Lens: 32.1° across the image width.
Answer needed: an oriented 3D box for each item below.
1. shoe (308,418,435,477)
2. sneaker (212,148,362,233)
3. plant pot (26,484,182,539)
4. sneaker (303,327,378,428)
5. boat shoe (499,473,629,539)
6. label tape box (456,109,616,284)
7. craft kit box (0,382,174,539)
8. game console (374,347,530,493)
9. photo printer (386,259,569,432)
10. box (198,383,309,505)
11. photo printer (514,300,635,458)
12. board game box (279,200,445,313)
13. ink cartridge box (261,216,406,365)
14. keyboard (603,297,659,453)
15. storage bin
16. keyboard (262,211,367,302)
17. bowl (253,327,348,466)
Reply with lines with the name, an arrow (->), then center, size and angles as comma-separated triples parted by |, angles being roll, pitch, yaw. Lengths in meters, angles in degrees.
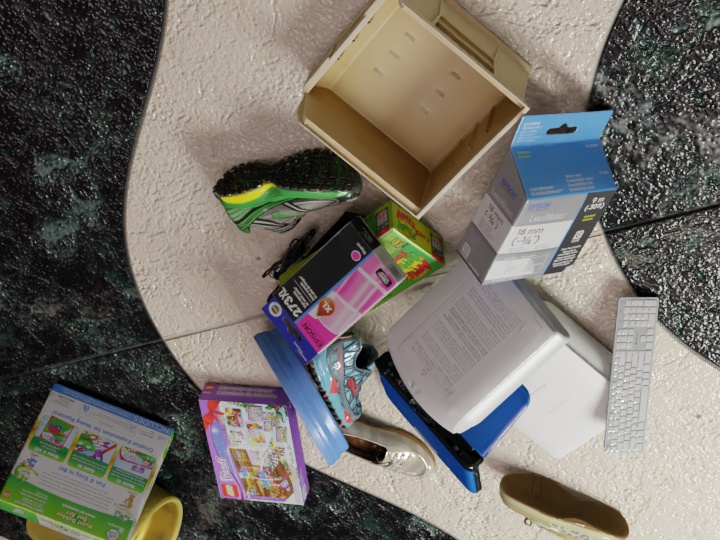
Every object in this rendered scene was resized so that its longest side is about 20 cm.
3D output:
shoe -> 0.014, 0.253, 1.790 | 0.198, 0.054, 0.070 | 25, 128, -3
sneaker -> -0.083, -0.094, 1.560 | 0.197, 0.079, 0.086 | -5, 132, 30
plant pot -> -0.406, 0.401, 1.941 | 0.187, 0.201, 0.203 | 25, 130, 15
sneaker -> -0.013, 0.144, 1.685 | 0.095, 0.080, 0.201 | -27, 150, -3
boat shoe -> 0.281, 0.352, 1.775 | 0.198, 0.074, 0.063 | 24, 126, -3
label tape box -> 0.214, -0.082, 1.433 | 0.143, 0.064, 0.201 | -9, 139, -33
craft kit box -> -0.401, 0.291, 1.846 | 0.197, 0.199, 0.049 | 21, 145, 0
game console -> 0.124, 0.165, 1.647 | 0.200, 0.118, 0.171 | 48, 169, 26
photo printer -> 0.136, 0.087, 1.542 | 0.200, 0.069, 0.167 | -45, 65, 17
box -> -0.156, 0.258, 1.852 | 0.135, 0.039, 0.202 | 3, 126, 13
photo printer -> 0.242, 0.138, 1.631 | 0.199, 0.070, 0.166 | 39, 126, -14
board game box -> 0.000, 0.000, 1.589 | 0.199, 0.048, 0.101 | -33, 133, 31
ink cartridge box -> -0.041, 0.031, 1.542 | 0.095, 0.037, 0.200 | 51, 122, 4
keyboard -> 0.340, 0.133, 1.573 | 0.055, 0.011, 0.203 | 1, 102, -10
storage bin -> 0.059, -0.202, 1.418 | 0.198, 0.094, 0.200 | 37, 127, -12
keyboard -> -0.052, -0.019, 1.631 | 0.103, 0.040, 0.200 | 22, 132, -27
bowl -> -0.078, 0.166, 1.677 | 0.039, 0.201, 0.202 | -30, 118, -6
